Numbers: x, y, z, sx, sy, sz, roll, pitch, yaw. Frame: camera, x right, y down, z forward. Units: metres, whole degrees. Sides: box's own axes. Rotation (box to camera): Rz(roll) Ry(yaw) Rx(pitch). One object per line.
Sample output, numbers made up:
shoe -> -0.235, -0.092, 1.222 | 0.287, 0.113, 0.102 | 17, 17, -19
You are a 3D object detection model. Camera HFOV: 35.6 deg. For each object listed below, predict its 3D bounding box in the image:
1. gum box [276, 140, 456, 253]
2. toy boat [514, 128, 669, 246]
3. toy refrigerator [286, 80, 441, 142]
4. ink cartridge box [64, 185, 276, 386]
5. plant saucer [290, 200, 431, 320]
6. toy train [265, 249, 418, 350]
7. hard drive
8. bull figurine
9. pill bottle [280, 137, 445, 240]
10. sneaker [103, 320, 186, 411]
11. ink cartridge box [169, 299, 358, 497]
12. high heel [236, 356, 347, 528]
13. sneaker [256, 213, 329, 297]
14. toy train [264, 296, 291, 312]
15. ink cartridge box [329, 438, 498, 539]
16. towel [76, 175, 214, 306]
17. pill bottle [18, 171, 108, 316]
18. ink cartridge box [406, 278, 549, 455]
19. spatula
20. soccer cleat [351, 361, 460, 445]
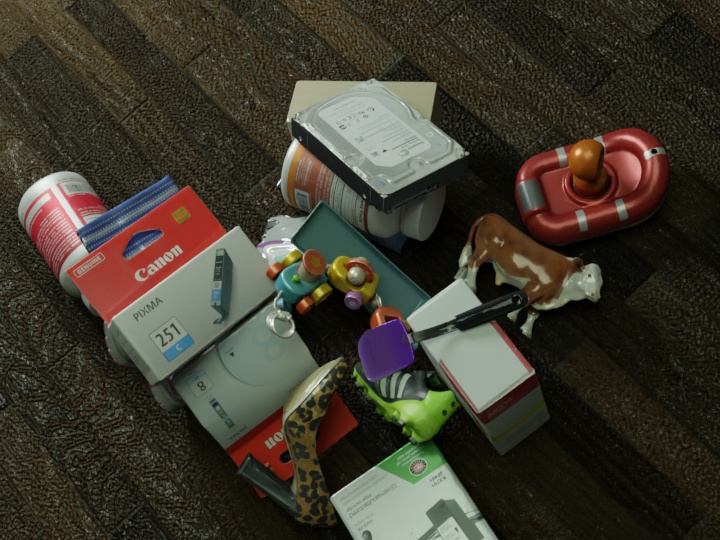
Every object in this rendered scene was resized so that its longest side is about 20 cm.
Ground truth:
gum box -> 0.011, -0.140, 1.563 | 0.199, 0.045, 0.171 | 26, 74, 23
toy boat -> 0.296, -0.122, 1.439 | 0.198, 0.131, 0.132 | -16, 63, 6
toy refrigerator -> 0.007, -0.208, 1.534 | 0.198, 0.070, 0.076 | 3, 58, 13
ink cartridge box -> -0.222, 0.009, 1.348 | 0.200, 0.045, 0.177 | -39, 89, -27
plant saucer -> 0.000, 0.000, 1.452 | 0.200, 0.019, 0.070 | 42, 78, -16
toy train -> -0.017, 0.037, 1.363 | 0.198, 0.056, 0.151 | 12, 49, -27
hard drive -> 0.023, -0.160, 1.409 | 0.139, 0.038, 0.200 | -27, 52, -24
bull figurine -> 0.212, 0.008, 1.436 | 0.199, 0.065, 0.122 | 36, 83, 28
pill bottle -> 0.005, -0.110, 1.464 | 0.199, 0.112, 0.113 | 20, 72, 20
sneaker -> -0.249, 0.097, 1.426 | 0.088, 0.200, 0.082 | -14, 46, 22
ink cartridge box -> -0.117, 0.163, 1.394 | 0.160, 0.047, 0.201 | -36, 98, -6
high heel -> -0.039, 0.213, 1.367 | 0.142, 0.071, 0.201 | 37, 100, -8
sneaker -> -0.126, -0.017, 1.532 | 0.198, 0.078, 0.141 | -20, 42, 17
toy train -> -0.198, 0.048, 1.452 | 0.198, 0.056, 0.151 | -19, 100, 20
ink cartridge box -> 0.078, 0.318, 1.315 | 0.146, 0.083, 0.201 | -34, 63, -4
towel -> -0.238, -0.002, 1.379 | 0.144, 0.024, 0.201 | -34, 88, -24
pill bottle -> -0.388, -0.035, 1.572 | 0.112, 0.112, 0.200 | -37, 63, -5
ink cartridge box -> 0.144, 0.120, 1.327 | 0.083, 0.200, 0.145 | -37, 63, -2
spatula -> 0.091, 0.063, 1.239 | 0.198, 0.021, 0.057 | -21, 76, 4
soccer cleat -> 0.054, 0.150, 1.372 | 0.081, 0.068, 0.200 | -36, 26, -12
